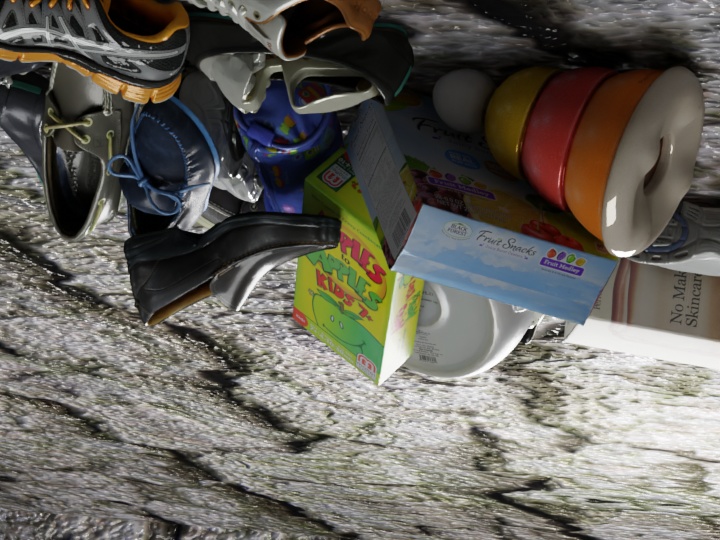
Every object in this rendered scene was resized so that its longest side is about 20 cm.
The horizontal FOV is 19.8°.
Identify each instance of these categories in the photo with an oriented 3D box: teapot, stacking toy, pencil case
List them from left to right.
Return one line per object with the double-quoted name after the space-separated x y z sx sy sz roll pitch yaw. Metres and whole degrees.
-0.054 -0.094 1.685 0.078 0.087 0.200 26 163 15 "pencil case"
0.085 -0.013 1.798 0.200 0.146 0.197 44 139 1 "teapot"
0.145 -0.107 1.540 0.199 0.147 0.146 23 170 25 "stacking toy"

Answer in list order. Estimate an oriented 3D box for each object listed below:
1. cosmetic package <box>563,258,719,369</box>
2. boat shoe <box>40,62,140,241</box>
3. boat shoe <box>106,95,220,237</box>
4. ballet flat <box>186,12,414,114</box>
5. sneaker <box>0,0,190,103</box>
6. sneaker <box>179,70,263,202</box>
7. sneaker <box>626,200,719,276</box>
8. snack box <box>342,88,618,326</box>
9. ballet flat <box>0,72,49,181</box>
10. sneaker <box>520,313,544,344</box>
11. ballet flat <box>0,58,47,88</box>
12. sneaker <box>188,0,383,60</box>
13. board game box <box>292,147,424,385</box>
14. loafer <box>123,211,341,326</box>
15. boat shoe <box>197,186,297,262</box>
0.294 0.025 1.875 0.199 0.104 0.087 9 162 -3 "cosmetic package"
-0.220 -0.110 1.643 0.072 0.060 0.202 20 135 15 "boat shoe"
-0.156 -0.069 1.648 0.084 0.069 0.200 40 159 18 "boat shoe"
-0.060 -0.154 1.536 0.199 0.069 0.068 4 163 18 "ballet flat"
-0.216 -0.192 1.511 0.199 0.079 0.077 16 140 -18 "sneaker"
-0.137 -0.112 1.711 0.099 0.078 0.200 11 162 10 "sneaker"
0.321 -0.025 1.778 0.199 0.075 0.087 12 176 16 "sneaker"
0.088 -0.055 1.583 0.168 0.068 0.200 16 -154 -22 "snack box"
-0.253 -0.112 1.756 0.073 0.073 0.200 5 160 15 "ballet flat"
0.153 0.011 1.931 0.075 0.088 0.200 8 162 12 "sneaker"
-0.310 -0.168 1.633 0.199 0.073 0.073 -11 154 44 "ballet flat"
-0.078 -0.189 1.407 0.199 0.085 0.073 3 164 26 "sneaker"
0.000 0.000 1.695 0.101 0.048 0.200 38 151 19 "board game box"
-0.099 -0.003 1.646 0.199 0.073 0.073 -12 168 33 "loafer"
-0.088 -0.065 1.861 0.065 0.074 0.200 -20 152 39 "boat shoe"
